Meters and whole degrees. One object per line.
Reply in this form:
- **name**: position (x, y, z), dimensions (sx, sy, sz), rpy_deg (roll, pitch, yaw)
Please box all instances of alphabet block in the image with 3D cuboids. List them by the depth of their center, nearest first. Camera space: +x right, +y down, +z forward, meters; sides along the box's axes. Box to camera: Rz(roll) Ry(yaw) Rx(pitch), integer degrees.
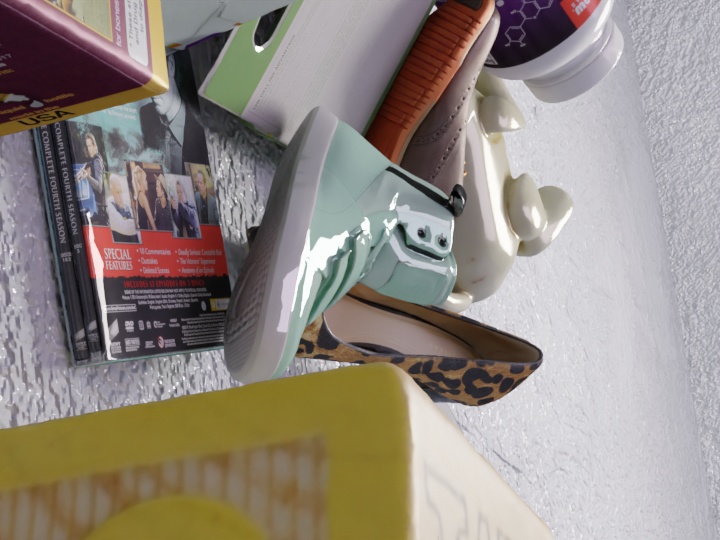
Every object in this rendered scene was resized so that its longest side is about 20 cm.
- **alphabet block**: position (-0.033, 0.173, 0.531), dimensions (0.200, 0.195, 0.197), rpy_deg (50, 32, -55)

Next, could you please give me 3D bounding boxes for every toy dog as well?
- **toy dog**: position (0.046, -0.084, 1.016), dimensions (0.194, 0.139, 0.200), rpy_deg (-55, 132, -40)

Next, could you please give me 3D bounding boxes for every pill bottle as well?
- **pill bottle**: position (0.100, -0.211, 0.944), dimensions (0.200, 0.112, 0.113), rpy_deg (46, 35, -31)

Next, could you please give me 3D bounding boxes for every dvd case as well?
- **dvd case**: position (-0.114, -0.055, 0.682), dimensions (0.146, 0.022, 0.201), rpy_deg (-2, 82, -70)

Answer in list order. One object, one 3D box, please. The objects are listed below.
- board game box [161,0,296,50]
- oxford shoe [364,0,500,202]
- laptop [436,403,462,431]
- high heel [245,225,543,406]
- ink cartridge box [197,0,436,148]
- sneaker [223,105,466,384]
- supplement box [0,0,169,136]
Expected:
- **board game box**: position (-0.098, -0.223, 0.664), dimensions (0.105, 0.103, 0.201), rpy_deg (-9, 81, -71)
- **oxford shoe**: position (0.043, -0.091, 0.912), dimensions (0.073, 0.200, 0.071), rpy_deg (25, 13, -31)
- **laptop**: position (0.119, 0.194, 1.049), dimensions (0.200, 0.115, 0.188), rpy_deg (-82, 153, -43)
- **high heel**: position (0.023, 0.022, 0.836), dimensions (0.200, 0.142, 0.072), rpy_deg (56, 31, -48)
- **ink cartridge box**: position (-0.030, -0.147, 0.812), dimensions (0.146, 0.048, 0.200), rpy_deg (-61, 155, 3)
- **sneaker**: position (0.000, 0.000, 0.746), dimensions (0.118, 0.074, 0.201), rpy_deg (29, 42, -12)
- **supplement box**: position (-0.161, -0.136, 0.474), dimensions (0.200, 0.103, 0.131), rpy_deg (27, 54, -67)
